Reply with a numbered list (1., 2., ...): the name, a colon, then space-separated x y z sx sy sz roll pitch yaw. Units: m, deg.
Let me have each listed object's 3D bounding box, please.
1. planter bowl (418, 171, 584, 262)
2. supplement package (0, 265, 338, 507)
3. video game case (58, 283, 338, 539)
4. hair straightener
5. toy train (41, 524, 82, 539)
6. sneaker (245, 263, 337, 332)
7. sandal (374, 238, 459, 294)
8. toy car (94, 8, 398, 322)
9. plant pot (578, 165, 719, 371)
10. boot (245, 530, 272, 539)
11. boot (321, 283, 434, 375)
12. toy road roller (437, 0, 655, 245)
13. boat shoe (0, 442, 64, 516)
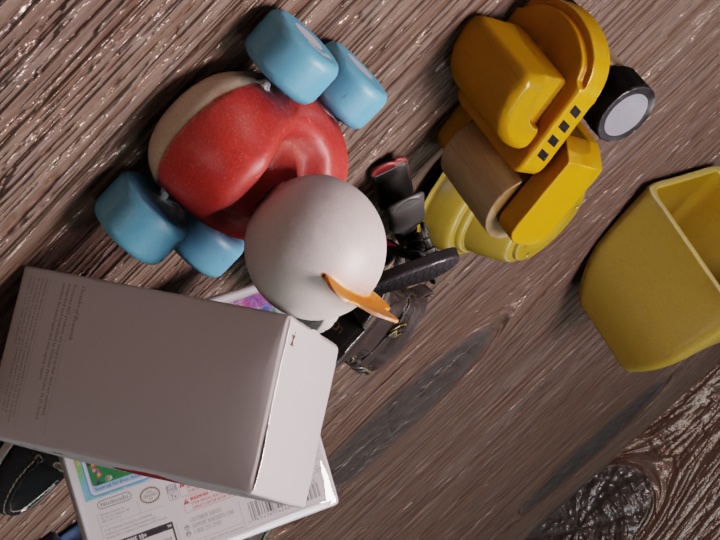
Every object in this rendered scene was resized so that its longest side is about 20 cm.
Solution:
1. planter bowl: 0.149 -0.070 1.562 0.200 0.083 0.201 -39 160 -17
2. supplement package: -0.133 0.081 1.153 0.121 0.198 0.121 40 61 -70
3. video game case: -0.131 0.121 1.278 0.198 0.184 0.024 -17 -177 -20
4. hair straightener: 0.041 -0.027 1.481 0.041 0.078 0.200 -23 160 -8
5. toy train: -0.246 0.279 1.594 0.199 0.087 0.115 -34 154 -19
6. sneaker: -0.058 -0.007 1.369 0.084 0.075 0.201 -12 151 -18
7. sandal: 0.000 0.000 1.443 0.075 0.046 0.199 -5 172 -44
8. toy car: -0.038 -0.031 1.129 0.184 0.200 0.177 -44 161 12
9. plant pot: 0.388 0.017 2.080 0.195 0.195 0.200 -16 159 -50
10. boot: -0.148 0.268 1.770 0.183 0.072 0.200 -58 165 6
11. boot: -0.015 0.078 1.612 0.200 0.069 0.174 -44 160 2
12. toy road roller: 0.123 -0.128 1.360 0.145 0.123 0.201 5 131 -46
13. boat shoe: -0.218 0.125 1.323 0.200 0.060 0.074 -48 160 6
